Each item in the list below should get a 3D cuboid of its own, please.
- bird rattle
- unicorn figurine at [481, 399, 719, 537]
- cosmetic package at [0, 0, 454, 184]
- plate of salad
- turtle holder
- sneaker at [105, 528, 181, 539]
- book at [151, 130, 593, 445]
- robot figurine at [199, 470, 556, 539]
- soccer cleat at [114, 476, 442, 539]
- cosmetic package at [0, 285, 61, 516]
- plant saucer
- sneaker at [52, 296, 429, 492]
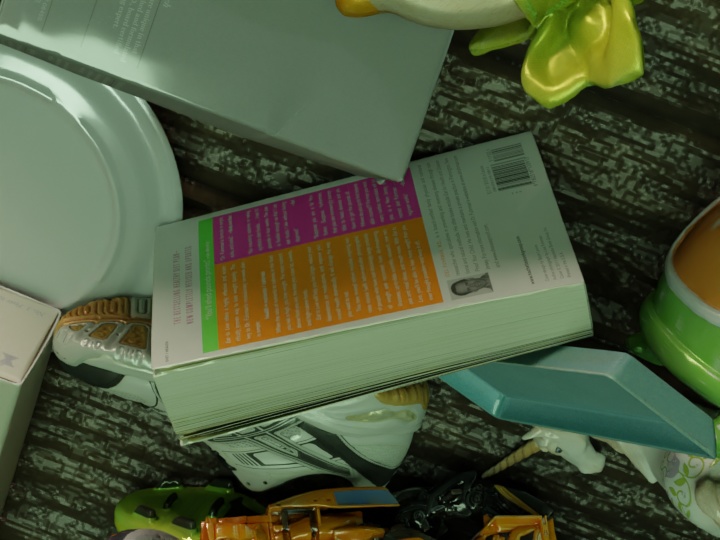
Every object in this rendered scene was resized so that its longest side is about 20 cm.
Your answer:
[{"bbox_3d":[0.061,-0.170,0.710,0.161,0.113,0.202,-4,111,-8],"label":"bird rattle"},{"bbox_3d":[0.166,0.099,0.873,0.136,0.200,0.074,20,84,-15],"label":"unicorn figurine"},{"bbox_3d":[-0.066,-0.111,0.806,0.198,0.107,0.091,17,91,-15],"label":"cosmetic package"},{"bbox_3d":[-0.187,-0.047,0.901,0.198,0.048,0.202,4,121,7],"label":"plate of salad"},{"bbox_3d":[0.231,0.028,0.826,0.184,0.141,0.133,26,109,-1],"label":"turtle holder"},{"bbox_3d":[-0.134,0.201,0.928,0.111,0.078,0.201,3,142,16],"label":"sneaker"},{"bbox_3d":[0.000,0.000,0.833,0.198,0.134,0.048,-14,127,3],"label":"book"},{"bbox_3d":[0.021,0.170,0.873,0.198,0.146,0.058,-3,154,-8],"label":"robot figurine"},{"bbox_3d":[-0.043,0.171,0.949,0.198,0.065,0.084,14,114,2],"label":"soccer cleat"},{"bbox_3d":[-0.238,0.098,0.923,0.103,0.073,0.201,23,121,-2],"label":"cosmetic package"},{"bbox_3d":[0.093,0.056,0.835,0.070,0.200,0.019,36,75,-21],"label":"plant saucer"},{"bbox_3d":[-0.066,0.075,0.902,0.198,0.076,0.088,13,116,-9],"label":"sneaker"}]
